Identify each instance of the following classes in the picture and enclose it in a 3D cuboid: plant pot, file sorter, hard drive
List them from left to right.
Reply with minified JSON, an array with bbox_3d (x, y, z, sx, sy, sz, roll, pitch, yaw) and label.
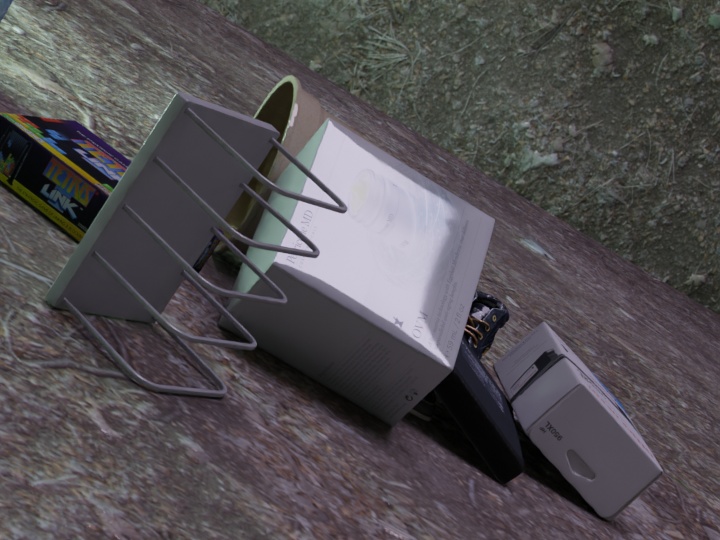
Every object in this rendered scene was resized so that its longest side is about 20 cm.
[{"bbox_3d":[-0.124,-0.015,1.433,0.124,0.201,0.138,41,13,27],"label":"file sorter"},{"bbox_3d":[-0.036,-0.076,1.891,0.182,0.202,0.201,25,13,-16],"label":"plant pot"},{"bbox_3d":[0.114,0.125,1.825,0.140,0.033,0.200,55,8,-9],"label":"hard drive"}]

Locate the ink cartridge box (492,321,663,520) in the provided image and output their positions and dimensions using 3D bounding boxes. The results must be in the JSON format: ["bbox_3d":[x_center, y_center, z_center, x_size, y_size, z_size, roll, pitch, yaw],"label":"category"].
[{"bbox_3d":[0.232,0.160,1.924,0.145,0.084,0.200,46,8,-16],"label":"ink cartridge box"}]

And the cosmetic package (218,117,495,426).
[{"bbox_3d":[0.000,0.000,1.690,0.199,0.123,0.200,29,48,-12],"label":"cosmetic package"}]

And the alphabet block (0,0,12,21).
[{"bbox_3d":[-0.455,-0.324,1.827,0.199,0.196,0.197,31,9,-19],"label":"alphabet block"}]

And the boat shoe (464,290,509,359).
[{"bbox_3d":[0.114,0.071,2.016,0.071,0.091,0.200,35,11,8],"label":"boat shoe"}]

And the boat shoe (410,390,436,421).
[{"bbox_3d":[0.030,0.081,1.828,0.067,0.057,0.200,26,14,-34],"label":"boat shoe"}]

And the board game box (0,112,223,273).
[{"bbox_3d":[-0.246,-0.071,1.693,0.199,0.057,0.165,36,13,12],"label":"board game box"}]
